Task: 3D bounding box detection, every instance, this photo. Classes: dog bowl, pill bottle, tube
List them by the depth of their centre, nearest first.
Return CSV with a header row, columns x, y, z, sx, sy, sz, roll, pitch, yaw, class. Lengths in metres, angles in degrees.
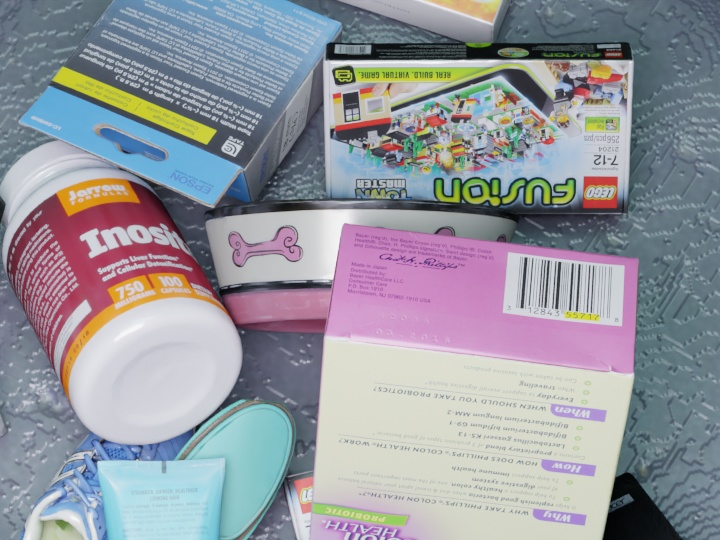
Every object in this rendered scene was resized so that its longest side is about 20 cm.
x,y,z,sx,sy,sz,roll,pitch,yaw,class
-0.117,0.214,1.589,0.077,0.050,0.200,-1,83,-11,tube
0.000,0.000,1.662,0.200,0.200,0.074,1,85,1,dog bowl
-0.161,0.008,1.674,0.113,0.113,0.200,-26,47,-9,pill bottle

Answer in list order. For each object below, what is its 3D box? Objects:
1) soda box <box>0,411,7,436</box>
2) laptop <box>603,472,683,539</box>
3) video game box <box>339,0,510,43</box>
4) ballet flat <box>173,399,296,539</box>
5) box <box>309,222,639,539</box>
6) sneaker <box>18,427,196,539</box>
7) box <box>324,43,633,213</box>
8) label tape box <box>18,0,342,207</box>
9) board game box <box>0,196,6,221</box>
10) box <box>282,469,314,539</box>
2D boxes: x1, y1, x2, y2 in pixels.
x,y,z,sx,sy,sz,roll,pitch,yaw,class
-0.303,0.027,1.716,0.063,0.068,0.200,-26,69,-10,soda box
0.143,0.258,1.614,0.177,0.103,0.200,-24,106,-16,laptop
0.030,-0.268,1.842,0.200,0.047,0.182,19,72,8,video game box
-0.108,0.166,1.650,0.067,0.070,0.200,30,83,-8,ballet flat
0.065,0.083,1.555,0.176,0.200,0.097,7,45,2,box
-0.161,0.149,1.659,0.076,0.077,0.200,21,67,11,sneaker
0.077,-0.093,1.734,0.200,0.110,0.035,0,24,2,box
-0.118,-0.111,1.737,0.144,0.063,0.200,24,49,10,label tape box
-0.340,-0.006,1.678,0.200,0.028,0.135,12,74,11,board game box
0.059,0.163,1.672,0.200,0.035,0.110,-14,70,-4,box
